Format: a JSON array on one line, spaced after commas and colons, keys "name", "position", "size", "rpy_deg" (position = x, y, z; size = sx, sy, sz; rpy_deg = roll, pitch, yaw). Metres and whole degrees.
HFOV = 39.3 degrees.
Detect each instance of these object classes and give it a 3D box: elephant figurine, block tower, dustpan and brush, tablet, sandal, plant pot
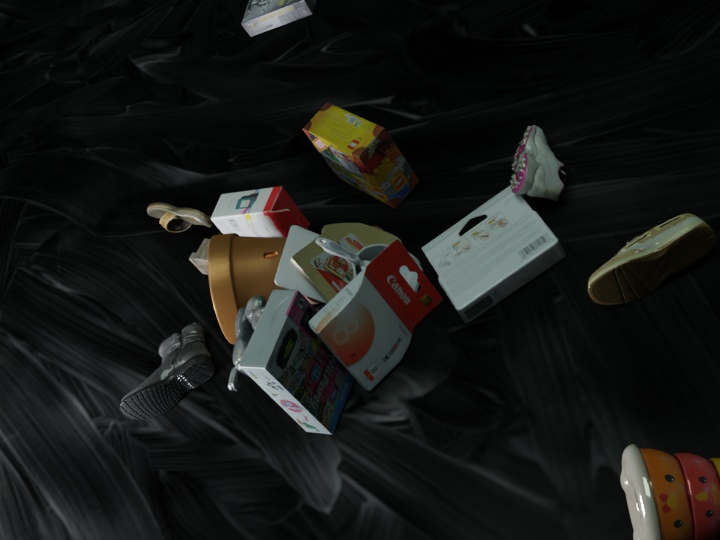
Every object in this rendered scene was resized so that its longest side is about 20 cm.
[{"name": "elephant figurine", "position": [-0.113, 0.126, 1.744], "size": [0.155, 0.198, 0.144], "rpy_deg": [-38, 49, 42]}, {"name": "block tower", "position": [-0.252, -0.022, 2.021], "size": [0.198, 0.054, 0.058], "rpy_deg": [5, 56, 39]}, {"name": "dustpan and brush", "position": [0.011, -0.002, 1.707], "size": [0.057, 0.197, 0.141], "rpy_deg": [118, 172, -55]}, {"name": "tablet", "position": [-0.044, 0.004, 1.766], "size": [0.014, 0.197, 0.132], "rpy_deg": [122, 166, -54]}, {"name": "sandal", "position": [-0.400, -0.109, 2.206], "size": [0.198, 0.080, 0.055], "rpy_deg": [12, 82, 38]}, {"name": "plant pot", "position": [-0.183, 0.023, 1.839], "size": [0.138, 0.202, 0.202], "rpy_deg": [-10, 46, 7]}]

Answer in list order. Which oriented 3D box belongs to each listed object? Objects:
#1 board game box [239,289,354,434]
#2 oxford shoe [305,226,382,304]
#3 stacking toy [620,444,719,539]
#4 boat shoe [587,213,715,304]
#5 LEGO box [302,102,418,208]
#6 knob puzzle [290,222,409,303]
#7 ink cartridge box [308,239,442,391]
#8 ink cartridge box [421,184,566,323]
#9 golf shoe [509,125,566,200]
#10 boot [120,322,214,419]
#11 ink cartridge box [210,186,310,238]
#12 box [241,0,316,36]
[{"name": "board game box", "position": [-0.093, 0.149, 1.634], "size": [0.063, 0.200, 0.149], "rpy_deg": [-2, 53, 37]}, {"name": "oxford shoe", "position": [-0.035, -0.011, 1.839], "size": [0.199, 0.071, 0.074], "rpy_deg": [-36, 0, -20]}, {"name": "stacking toy", "position": [0.423, 0.270, 1.220], "size": [0.196, 0.147, 0.148], "rpy_deg": [-12, 45, 6]}, {"name": "boat shoe", "position": [0.427, -0.018, 1.506], "size": [0.198, 0.074, 0.067], "rpy_deg": [-27, 29, 11]}, {"name": "LEGO box", "position": [0.000, -0.223, 1.941], "size": [0.077, 0.149, 0.199], "rpy_deg": [-46, 40, -9]}, {"name": "knob puzzle", "position": [0.000, 0.000, 1.759], "size": [0.031, 0.216, 0.222], "rpy_deg": [122, 166, -54]}, {"name": "ink cartridge box", "position": [0.036, 0.075, 1.635], "size": [0.200, 0.163, 0.050], "rpy_deg": [-42, 34, -3]}, {"name": "ink cartridge box", "position": [0.217, -0.030, 1.686], "size": [0.199, 0.044, 0.174], "rpy_deg": [-35, 40, 6]}, {"name": "golf shoe", "position": [0.310, -0.181, 1.744], "size": [0.090, 0.076, 0.201], "rpy_deg": [20, 38, -2]}, {"name": "boot", "position": [-0.369, 0.191, 1.917], "size": [0.198, 0.070, 0.132], "rpy_deg": [-28, 38, -3]}, {"name": "ink cartridge box", "position": [-0.182, -0.099, 1.990], "size": [0.197, 0.117, 0.068], "rpy_deg": [-3, 51, 33]}, {"name": "box", "position": [-0.200, -0.697, 2.596], "size": [0.197, 0.048, 0.160], "rpy_deg": [-12, 47, 29]}]
